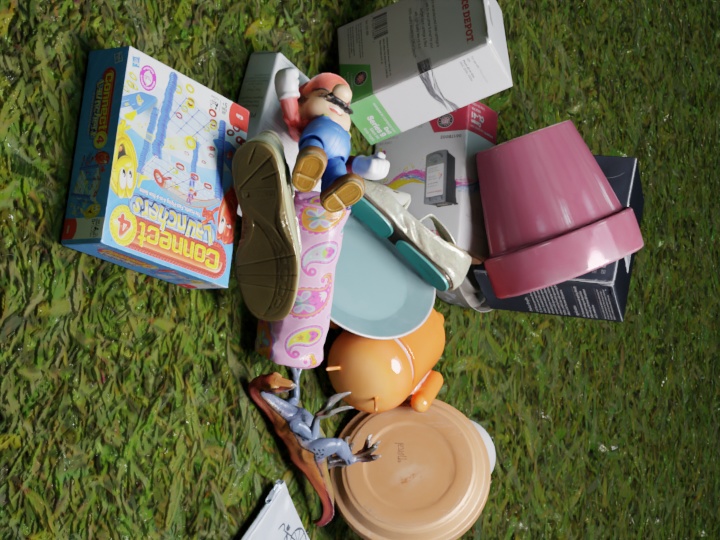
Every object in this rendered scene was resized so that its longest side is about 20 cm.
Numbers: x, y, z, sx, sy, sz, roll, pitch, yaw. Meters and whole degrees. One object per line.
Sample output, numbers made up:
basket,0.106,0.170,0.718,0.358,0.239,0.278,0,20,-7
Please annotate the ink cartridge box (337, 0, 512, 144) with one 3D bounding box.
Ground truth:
ink cartridge box,0.078,-0.262,1.629,0.084,0.198,0.147,49,29,-44

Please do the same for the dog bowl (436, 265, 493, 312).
dog bowl,0.152,-0.042,1.898,0.199,0.058,0.203,4,86,-58

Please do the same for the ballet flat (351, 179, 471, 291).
ballet flat,0.054,-0.057,1.622,0.200,0.067,0.062,44,69,-8

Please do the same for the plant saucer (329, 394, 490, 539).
plant saucer,0.060,0.243,1.624,0.032,0.198,0.202,85,21,-59

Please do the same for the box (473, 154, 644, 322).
box,0.279,-0.050,1.847,0.124,0.194,0.202,60,41,-58

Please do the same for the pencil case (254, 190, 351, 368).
pencil case,-0.064,0.006,1.488,0.087,0.087,0.202,-10,115,-57

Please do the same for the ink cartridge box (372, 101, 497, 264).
ink cartridge box,0.093,-0.114,1.729,0.085,0.146,0.203,23,69,-54

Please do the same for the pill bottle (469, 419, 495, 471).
pill bottle,0.092,0.268,1.744,0.199,0.112,0.115,-21,107,-54

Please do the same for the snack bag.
snack bag,-0.105,0.374,1.520,0.189,0.021,0.202,-53,132,-45

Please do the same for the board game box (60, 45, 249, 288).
board game box,-0.203,-0.098,1.353,0.199,0.055,0.198,22,70,-55

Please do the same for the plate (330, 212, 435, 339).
plate,0.000,0.000,1.612,0.198,0.026,0.202,16,51,-21

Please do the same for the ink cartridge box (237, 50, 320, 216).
ink cartridge box,-0.090,-0.128,1.544,0.162,0.057,0.202,37,65,-50

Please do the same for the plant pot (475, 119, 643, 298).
plant pot,0.231,-0.082,1.655,0.199,0.199,0.181,-21,92,-55

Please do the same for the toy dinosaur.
toy dinosaur,-0.064,0.189,1.536,0.180,0.105,0.202,22,80,-35

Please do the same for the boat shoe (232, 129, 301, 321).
boat shoe,-0.097,-0.046,1.420,0.063,0.072,0.203,-57,143,-64

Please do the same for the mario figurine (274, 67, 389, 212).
mario figurine,-0.033,-0.158,1.446,0.201,0.105,0.124,-98,172,-53

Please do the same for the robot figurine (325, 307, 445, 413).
robot figurine,0.031,0.100,1.653,0.200,0.115,0.145,-43,123,-53
